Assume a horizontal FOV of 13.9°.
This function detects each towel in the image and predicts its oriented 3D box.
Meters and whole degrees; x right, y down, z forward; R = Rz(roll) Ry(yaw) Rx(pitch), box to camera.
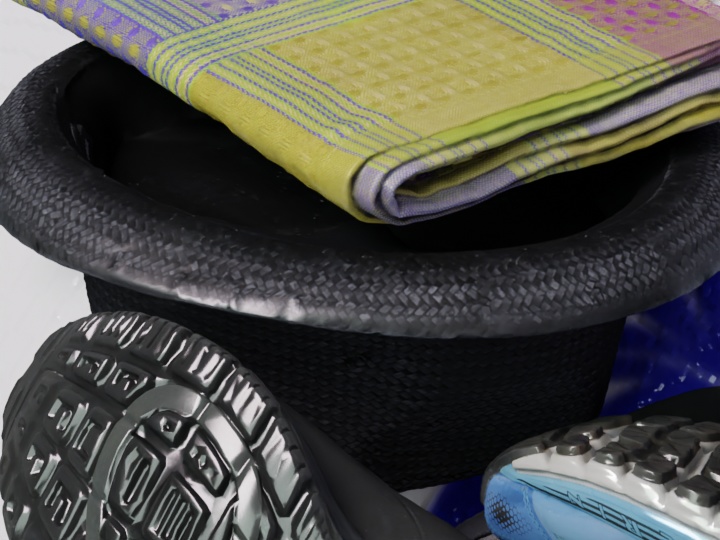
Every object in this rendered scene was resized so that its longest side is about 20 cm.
[{"bbox_3d":[-0.004,-0.069,0.786,0.200,0.144,0.023,31,131,41],"label":"towel"}]

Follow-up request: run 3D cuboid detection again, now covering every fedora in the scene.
[{"bbox_3d":[0.000,0.000,0.782,0.200,0.201,0.092,26,127,34],"label":"fedora"}]

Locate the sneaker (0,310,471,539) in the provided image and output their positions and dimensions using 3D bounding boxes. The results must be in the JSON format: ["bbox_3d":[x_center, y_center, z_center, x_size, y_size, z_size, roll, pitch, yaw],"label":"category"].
[{"bbox_3d":[-0.003,0.082,0.691,0.200,0.091,0.076,38,93,23],"label":"sneaker"}]

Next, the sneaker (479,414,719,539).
[{"bbox_3d":[0.108,0.104,0.694,0.200,0.078,0.090,32,106,19],"label":"sneaker"}]

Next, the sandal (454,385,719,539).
[{"bbox_3d":[0.035,0.098,0.775,0.200,0.043,0.076,-34,61,20],"label":"sandal"}]
